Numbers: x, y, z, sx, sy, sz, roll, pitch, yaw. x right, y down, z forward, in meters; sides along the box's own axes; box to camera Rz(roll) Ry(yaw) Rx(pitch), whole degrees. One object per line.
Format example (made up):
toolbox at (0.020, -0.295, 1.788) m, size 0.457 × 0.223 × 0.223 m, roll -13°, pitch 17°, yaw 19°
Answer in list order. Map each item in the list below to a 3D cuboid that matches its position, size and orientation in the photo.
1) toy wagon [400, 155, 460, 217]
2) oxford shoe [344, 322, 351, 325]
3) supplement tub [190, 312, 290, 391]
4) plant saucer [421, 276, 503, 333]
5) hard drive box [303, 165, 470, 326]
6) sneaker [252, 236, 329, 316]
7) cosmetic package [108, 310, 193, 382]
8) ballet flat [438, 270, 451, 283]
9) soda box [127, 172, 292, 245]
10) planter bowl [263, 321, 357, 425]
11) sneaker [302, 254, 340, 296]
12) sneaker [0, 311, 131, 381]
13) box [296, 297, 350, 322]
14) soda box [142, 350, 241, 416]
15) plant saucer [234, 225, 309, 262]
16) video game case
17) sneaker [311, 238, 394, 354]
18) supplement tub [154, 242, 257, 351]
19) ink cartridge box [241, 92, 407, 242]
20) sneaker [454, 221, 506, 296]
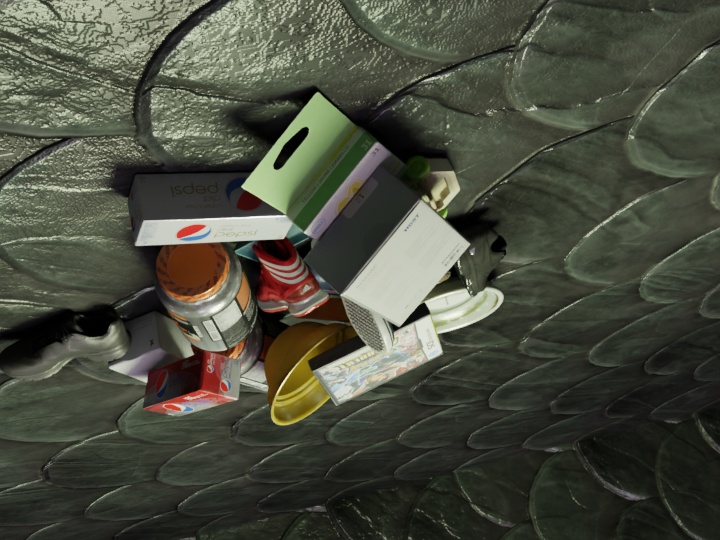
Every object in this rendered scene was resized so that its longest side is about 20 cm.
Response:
toy wagon at (0.039, -0.088, 1.383) m, size 0.199 × 0.040 × 0.155 m, roll -26°, pitch 156°, yaw 4°
oxford shoe at (0.057, 0.057, 1.713) m, size 0.200 × 0.075 × 0.070 m, roll -29°, pitch 154°, yaw 30°
supplement tub at (-0.186, 0.127, 1.661) m, size 0.122 × 0.123 × 0.200 m, roll -23°, pitch 155°, yaw 19°
plant saucer at (0.156, 0.056, 1.805) m, size 0.199 × 0.050 × 0.200 m, roll -12°, pitch 157°, yaw -5°
hard drive box at (0.040, -0.026, 1.308) m, size 0.156 × 0.077 × 0.200 m, roll -50°, pitch 153°, yaw 4°
sneaker at (-0.117, -0.004, 1.447) m, size 0.078 × 0.116 × 0.200 m, roll -32°, pitch -164°, yaw -24°
cosmetic package at (-0.325, 0.138, 1.665) m, size 0.101 × 0.074 × 0.200 m, roll -20°, pitch 155°, yaw 13°
ballet flat at (0.078, 0.006, 1.580) m, size 0.200 × 0.067 × 0.047 m, roll -2°, pitch 116°, yaw -58°
soda box at (-0.185, -0.079, 1.258) m, size 0.199 × 0.068 × 0.064 m, roll -3°, pitch 154°, yaw -25°
planter bowl at (-0.092, 0.143, 1.596) m, size 0.200 × 0.083 × 0.201 m, roll -38°, pitch 153°, yaw -24°
sneaker at (0.000, 0.000, 1.554) m, size 0.199 × 0.070 × 0.082 m, roll 0°, pitch 155°, yaw -36°
sneaker at (-0.453, 0.104, 1.527) m, size 0.199 × 0.076 × 0.091 m, roll -17°, pitch 149°, yaw -14°
box at (0.005, 0.067, 1.627) m, size 0.199 × 0.042 × 0.119 m, roll 2°, pitch 177°, yaw 10°
soda box at (-0.263, 0.178, 1.556) m, size 0.070 × 0.064 × 0.200 m, roll 19°, pitch 155°, yaw -32°
plant saucer at (-0.084, -0.065, 1.419) m, size 0.199 × 0.019 × 0.070 m, roll -25°, pitch 156°, yaw 24°
video game case at (0.029, 0.136, 1.579) m, size 0.199 × 0.026 × 0.181 m, roll -26°, pitch 154°, yaw -1°
sneaker at (0.010, 0.021, 1.462) m, size 0.079 × 0.201 × 0.078 m, roll -35°, pitch -166°, yaw -29°
supplement tub at (-0.218, 0.028, 1.414) m, size 0.122 × 0.123 × 0.200 m, roll -14°, pitch 156°, yaw -3°
ink cartridge box at (-0.037, -0.113, 1.220) m, size 0.146 × 0.048 × 0.200 m, roll -51°, pitch 153°, yaw 5°
sneaker at (0.194, -0.019, 1.619) m, size 0.090 × 0.076 × 0.200 m, roll -27°, pitch 160°, yaw 3°
